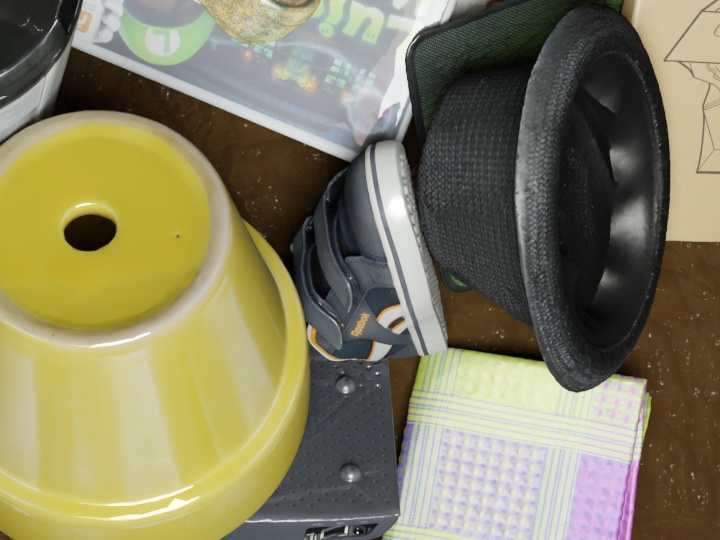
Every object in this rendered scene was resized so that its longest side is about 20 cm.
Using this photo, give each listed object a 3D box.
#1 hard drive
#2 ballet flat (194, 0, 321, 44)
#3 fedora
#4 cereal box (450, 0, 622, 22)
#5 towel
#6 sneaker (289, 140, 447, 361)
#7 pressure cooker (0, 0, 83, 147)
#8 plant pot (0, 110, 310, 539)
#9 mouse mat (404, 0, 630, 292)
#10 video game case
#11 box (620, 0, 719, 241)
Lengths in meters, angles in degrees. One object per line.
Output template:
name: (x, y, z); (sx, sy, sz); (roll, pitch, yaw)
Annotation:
hard drive: (-0.081, 0.096, 1.235); (0.198, 0.135, 0.043); (2, 134, -6)
ballet flat: (-0.101, -0.194, 1.132); (0.071, 0.071, 0.200); (-42, 91, 8)
fedora: (0.089, -0.039, 1.144); (0.091, 0.200, 0.202); (8, 112, 28)
cereal box: (0.074, -0.164, 1.209); (0.199, 0.040, 0.145); (23, 105, -13)
towel: (0.085, 0.149, 1.290); (0.143, 0.023, 0.202); (9, 96, 7)
sneaker: (0.000, 0.000, 1.190); (0.079, 0.079, 0.200); (-9, 154, 3)
pressure cooker: (-0.231, -0.115, 1.103); (0.175, 0.200, 0.180); (4, 69, -12)
plant pot: (-0.125, 0.022, 1.118); (0.199, 0.202, 0.189); (-7, 151, -5)
mouse mat: (0.122, -0.085, 1.212); (0.199, 0.008, 0.162); (-22, 123, -16)
video game case: (-0.044, -0.170, 1.168); (0.199, 0.023, 0.183); (22, 105, 2)
box: (0.209, -0.110, 1.223); (0.162, 0.021, 0.201); (0, 115, -24)
